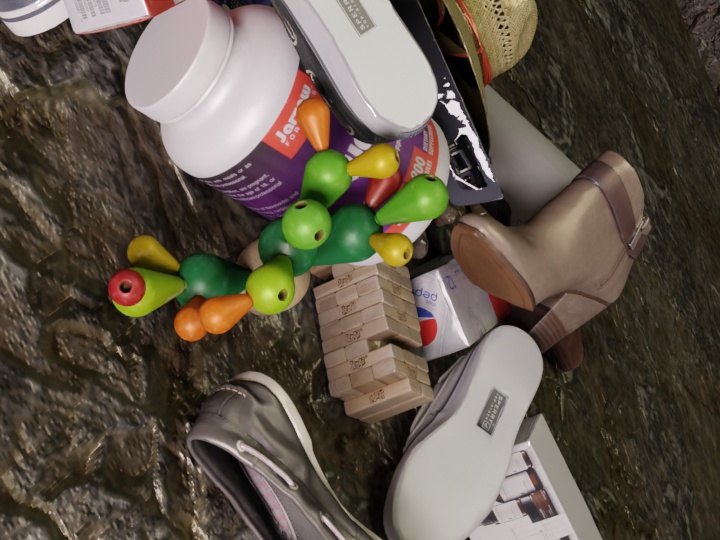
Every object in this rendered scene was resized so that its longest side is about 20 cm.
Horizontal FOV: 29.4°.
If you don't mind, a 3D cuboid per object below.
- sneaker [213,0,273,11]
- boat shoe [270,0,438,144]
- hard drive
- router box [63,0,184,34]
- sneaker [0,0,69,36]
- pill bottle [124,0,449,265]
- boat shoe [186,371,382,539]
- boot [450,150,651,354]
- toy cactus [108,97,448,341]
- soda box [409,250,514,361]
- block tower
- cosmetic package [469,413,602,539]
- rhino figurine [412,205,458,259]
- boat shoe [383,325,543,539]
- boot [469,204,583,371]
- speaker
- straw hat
[{"bbox_3d":[-0.067,-0.161,0.928,0.201,0.078,0.075,61,26,-16],"label":"sneaker"},{"bbox_3d":[-0.026,-0.160,0.777,0.068,0.057,0.201,-29,94,-26],"label":"boat shoe"},{"bbox_3d":[0.040,-0.140,0.979,0.135,0.042,0.201,-98,164,-83],"label":"hard drive"},{"bbox_3d":[-0.121,-0.248,0.733,0.180,0.049,0.201,-49,127,-58],"label":"router box"},{"bbox_3d":[-0.171,-0.224,0.766,0.080,0.078,0.201,55,29,-39],"label":"sneaker"},{"bbox_3d":[-0.044,-0.089,0.854,0.200,0.112,0.113,29,44,-38],"label":"pill bottle"},{"bbox_3d":[-0.032,0.152,0.772,0.201,0.067,0.057,58,42,-11],"label":"boat shoe"},{"bbox_3d":[0.149,-0.030,1.023,0.070,0.146,0.200,32,-13,34],"label":"boot"},{"bbox_3d":[-0.053,-0.013,0.786,0.103,0.199,0.165,58,-17,7],"label":"toy cactus"},{"bbox_3d":[0.076,0.019,1.088,0.064,0.068,0.200,67,24,-2],"label":"soda box"},{"bbox_3d":[0.000,0.000,0.962,0.054,0.058,0.201,28,45,-56],"label":"block tower"},{"bbox_3d":[0.138,0.215,1.040,0.201,0.082,0.051,63,28,-11],"label":"cosmetic package"},{"bbox_3d":[0.034,-0.071,1.077,0.088,0.060,0.200,54,24,-23],"label":"rhino figurine"},{"bbox_3d":[0.064,0.123,0.978,0.072,0.066,0.200,37,53,-12],"label":"boat shoe"},{"bbox_3d":[0.163,-0.017,1.327,0.166,0.072,0.201,53,24,-55],"label":"boot"},{"bbox_3d":[0.125,-0.088,1.159,0.081,0.081,0.200,36,11,-50],"label":"speaker"},{"bbox_3d":[0.086,-0.190,1.036,0.202,0.085,0.201,61,-8,15],"label":"straw hat"}]
